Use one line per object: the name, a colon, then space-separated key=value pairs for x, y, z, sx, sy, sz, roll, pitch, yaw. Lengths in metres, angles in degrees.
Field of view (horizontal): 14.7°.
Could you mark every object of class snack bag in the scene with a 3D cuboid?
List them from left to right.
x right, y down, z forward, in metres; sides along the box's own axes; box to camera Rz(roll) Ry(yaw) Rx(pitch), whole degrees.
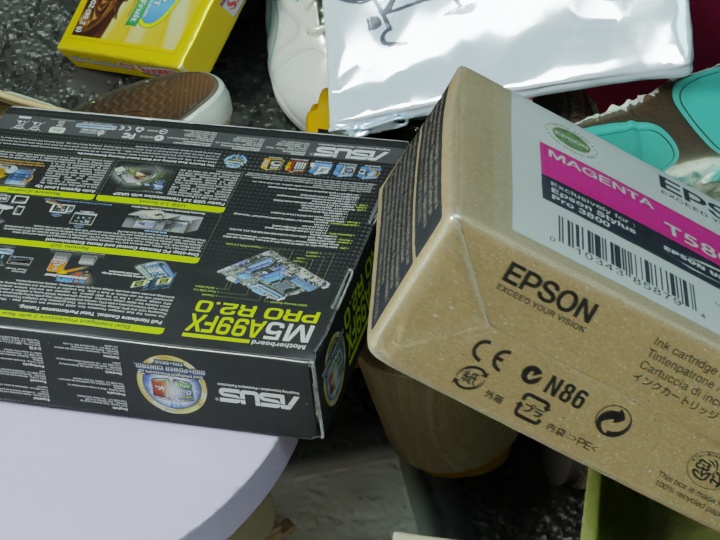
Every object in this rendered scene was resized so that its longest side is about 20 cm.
snack bag: x=0.066 y=-0.169 z=1.305 sx=0.188 sy=0.021 sz=0.201 roll=-9 pitch=78 yaw=19

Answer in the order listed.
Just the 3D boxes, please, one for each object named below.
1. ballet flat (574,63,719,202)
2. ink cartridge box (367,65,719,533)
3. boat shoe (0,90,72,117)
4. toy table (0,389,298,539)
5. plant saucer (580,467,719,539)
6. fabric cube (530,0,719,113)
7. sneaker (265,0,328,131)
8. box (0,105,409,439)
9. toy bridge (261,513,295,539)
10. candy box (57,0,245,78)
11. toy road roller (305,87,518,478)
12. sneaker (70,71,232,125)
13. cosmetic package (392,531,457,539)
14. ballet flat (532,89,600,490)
ballet flat: x=0.142 y=-0.048 z=1.283 sx=0.199 sy=0.072 sz=0.072 roll=-15 pitch=55 yaw=-18
ink cartridge box: x=0.107 y=0.015 z=1.144 sx=0.199 sy=0.075 sz=0.165 roll=26 pitch=24 yaw=-10
boat shoe: x=-0.218 y=-0.075 z=1.432 sx=0.199 sy=0.063 sz=0.074 roll=12 pitch=55 yaw=10
toy table: x=-0.095 y=0.116 z=1.201 sx=0.183 sy=0.118 sz=0.200 roll=27 pitch=47 yaw=36
plant saucer: x=0.193 y=0.111 z=1.180 sx=0.199 sy=0.048 sz=0.200 roll=7 pitch=24 yaw=5
fabric cube: x=0.206 y=-0.177 z=1.415 sx=0.199 sy=0.200 sz=0.196 roll=26 pitch=58 yaw=19
sneaker: x=-0.022 y=-0.150 z=1.474 sx=0.070 sy=0.080 sz=0.201 roll=-12 pitch=56 yaw=-10
box: x=-0.090 y=-0.003 z=1.226 sx=0.199 sy=0.044 sz=0.161 roll=5 pitch=39 yaw=15
toy bridge: x=-0.113 y=0.166 z=1.276 sx=0.199 sy=0.027 sz=0.067 roll=-30 pitch=59 yaw=-19
candy box: x=-0.080 y=-0.194 z=1.476 sx=0.102 sy=0.026 sz=0.201 roll=13 pitch=72 yaw=42
toy road roller: x=0.000 y=0.000 z=1.343 sx=0.145 sy=0.123 sz=0.201 roll=-9 pitch=49 yaw=11
sneaker: x=-0.138 y=-0.019 z=1.364 sx=0.200 sy=0.085 sz=0.073 roll=-34 pitch=34 yaw=1
cosmetic package: x=0.105 y=0.180 z=1.216 sx=0.199 sy=0.105 sz=0.071 roll=8 pitch=53 yaw=5
ballet flat: x=0.108 y=0.005 z=1.337 sx=0.046 sy=0.067 sz=0.201 roll=-1 pitch=78 yaw=-16
